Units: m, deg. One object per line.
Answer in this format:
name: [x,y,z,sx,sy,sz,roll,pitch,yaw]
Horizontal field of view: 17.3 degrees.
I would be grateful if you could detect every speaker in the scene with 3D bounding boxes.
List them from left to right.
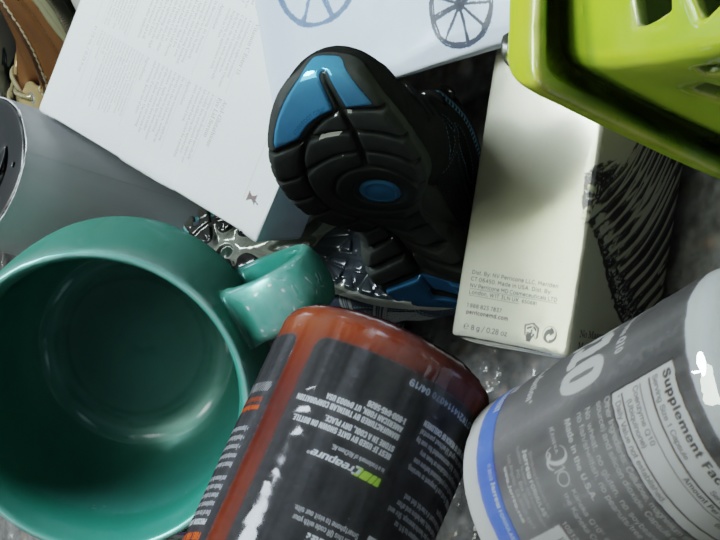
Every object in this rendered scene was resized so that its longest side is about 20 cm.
speaker: [-0.128,-0.032,1.299,0.081,0.199,0.082,-19,63,45]

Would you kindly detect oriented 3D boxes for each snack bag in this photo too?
snack bag: [0.024,-0.187,1.103,0.199,0.021,0.190,-13,84,32]

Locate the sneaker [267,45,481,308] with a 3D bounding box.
sneaker: [0.012,-0.057,1.096,0.073,0.200,0.083,1,65,19]

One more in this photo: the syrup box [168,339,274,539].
syrup box: [-0.070,0.095,1.285,0.199,0.078,0.082,-20,63,45]

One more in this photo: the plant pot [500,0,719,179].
plant pot: [0.172,-0.142,0.966,0.181,0.199,0.201,-12,68,42]

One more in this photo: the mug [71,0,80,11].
mug: [-0.075,-0.170,1.321,0.186,0.152,0.151,14,88,51]

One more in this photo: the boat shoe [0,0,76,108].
boat shoe: [-0.168,-0.096,1.370,0.073,0.201,0.076,-29,35,5]

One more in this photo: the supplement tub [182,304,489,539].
supplement tub: [-0.025,0.124,1.060,0.107,0.107,0.201,3,62,50]

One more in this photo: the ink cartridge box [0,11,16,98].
ink cartridge box: [-0.200,-0.173,1.432,0.043,0.201,0.174,9,42,21]

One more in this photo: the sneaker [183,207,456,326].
sneaker: [0.000,0.000,1.243,0.198,0.086,0.078,-1,61,28]

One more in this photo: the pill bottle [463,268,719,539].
pill bottle: [0.148,0.066,1.005,0.200,0.113,0.115,-34,54,39]

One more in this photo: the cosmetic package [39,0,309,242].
cosmetic package: [-0.061,-0.137,1.198,0.150,0.052,0.201,31,107,26]

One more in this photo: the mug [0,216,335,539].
mug: [-0.105,0.051,1.176,0.114,0.183,0.153,-65,-20,-76]

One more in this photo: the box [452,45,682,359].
box: [0.105,-0.060,1.102,0.068,0.082,0.202,10,93,38]
